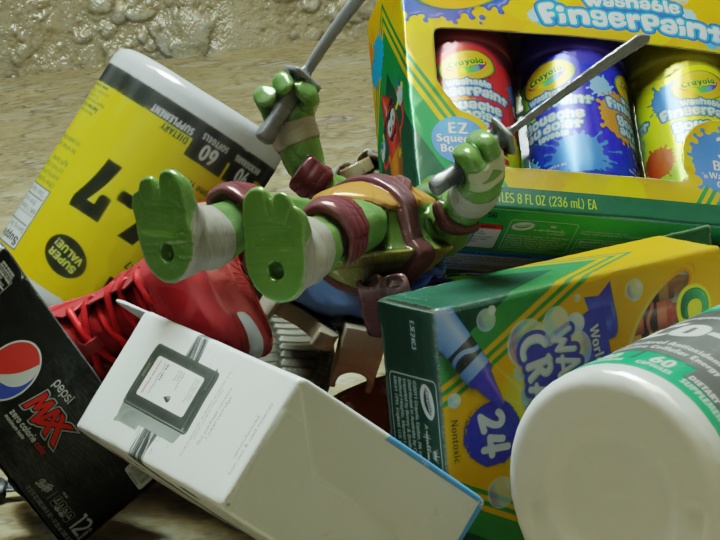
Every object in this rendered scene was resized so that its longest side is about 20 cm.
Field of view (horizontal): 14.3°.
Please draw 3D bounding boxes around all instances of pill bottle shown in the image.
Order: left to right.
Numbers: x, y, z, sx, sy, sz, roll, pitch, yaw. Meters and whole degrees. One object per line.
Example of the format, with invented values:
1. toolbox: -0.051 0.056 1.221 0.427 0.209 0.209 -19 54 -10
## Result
1. pill bottle: -0.141 -0.015 1.631 0.114 0.200 0.114 31 -1 0
2. pill bottle: 0.164 0.075 1.278 0.113 0.114 0.200 3 14 37

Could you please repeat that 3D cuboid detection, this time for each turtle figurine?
1. turtle figurine: -0.005 -0.060 1.344 0.144 0.200 0.194 43 34 20

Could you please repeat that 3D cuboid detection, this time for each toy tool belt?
1. toy tool belt: 0.000 0.000 1.544 0.199 0.125 0.123 6 10 -12

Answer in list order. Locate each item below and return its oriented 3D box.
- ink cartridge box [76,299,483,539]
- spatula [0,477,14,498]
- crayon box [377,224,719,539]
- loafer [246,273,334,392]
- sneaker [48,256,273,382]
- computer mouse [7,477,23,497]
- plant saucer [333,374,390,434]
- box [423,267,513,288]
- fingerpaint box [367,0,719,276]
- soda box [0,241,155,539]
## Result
1. ink cartridge box: -0.048 0.083 1.306 0.116 0.068 0.200 35 -8 -29
2. spatula: -0.174 0.108 1.519 0.199 0.021 0.057 -9 22 -5
3. crayon box: 0.108 0.058 1.360 0.199 0.126 0.052 -13 14 -32
4. loafer: -0.063 0.049 1.659 0.075 0.069 0.200 0 25 -14
5. sneaker: -0.117 0.034 1.447 0.115 0.079 0.200 -25 -5 -14
6. computer mouse: -0.097 0.089 1.455 0.140 0.046 0.200 -24 29 -28
7. plant saucer: 0.077 0.081 1.508 0.199 0.032 0.200 -6 11 1
8. box: 0.131 0.032 1.465 0.199 0.070 0.064 -5 10 2
9. fingerpaint box: 0.112 -0.079 1.529 0.199 0.167 0.073 5 -34 -13
10. soda box: -0.168 0.046 1.357 0.063 0.200 0.071 -38 51 -9
